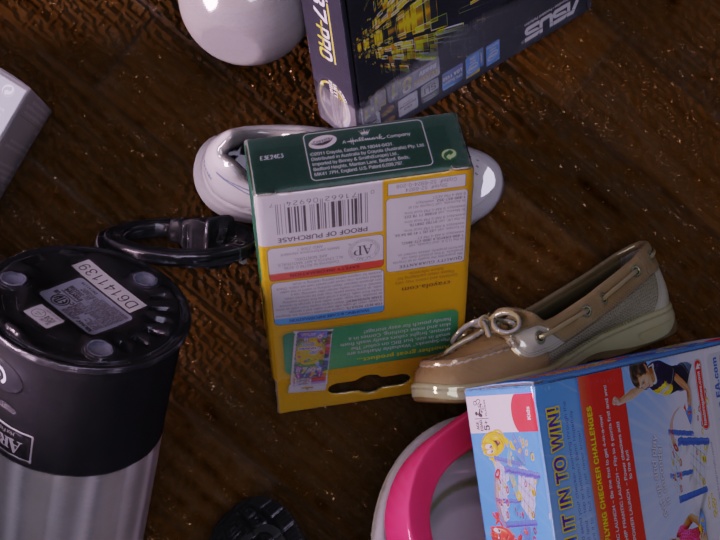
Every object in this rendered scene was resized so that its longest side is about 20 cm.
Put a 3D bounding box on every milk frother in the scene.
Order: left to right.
[{"bbox_3d":[-0.149,0.072,0.879,0.199,0.181,0.189,-8,128,-33],"label":"milk frother"}]

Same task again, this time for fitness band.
[{"bbox_3d":[0.101,0.149,0.889,0.199,0.037,0.144,-28,81,-39],"label":"fitness band"}]

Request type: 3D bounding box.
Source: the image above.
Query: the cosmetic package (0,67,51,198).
[{"bbox_3d":[-0.274,-0.039,0.876,0.090,0.107,0.201,32,85,-4],"label":"cosmetic package"}]

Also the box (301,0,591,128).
[{"bbox_3d":[0.054,-0.189,0.863,0.199,0.162,0.049,-32,50,-24],"label":"box"}]

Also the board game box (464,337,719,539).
[{"bbox_3d":[0.162,0.151,0.848,0.195,0.056,0.202,-7,88,-39],"label":"board game box"}]

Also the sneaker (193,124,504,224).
[{"bbox_3d":[-0.005,-0.055,0.910,0.198,0.087,0.075,1,85,-7],"label":"sneaker"}]

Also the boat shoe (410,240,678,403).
[{"bbox_3d":[0.113,0.034,0.904,0.199,0.073,0.064,-16,95,-27],"label":"boat shoe"}]

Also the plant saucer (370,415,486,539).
[{"bbox_3d":[0.085,0.192,0.909,0.199,0.050,0.202,14,60,-25],"label":"plant saucer"}]

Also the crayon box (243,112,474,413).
[{"bbox_3d":[0.000,0.000,0.887,0.125,0.201,0.052,-8,48,-6],"label":"crayon box"}]

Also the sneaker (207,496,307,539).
[{"bbox_3d":[-0.030,0.222,0.882,0.076,0.091,0.200,-38,49,-1],"label":"sneaker"}]

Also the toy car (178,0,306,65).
[{"bbox_3d":[-0.094,-0.232,0.861,0.149,0.200,0.176,8,65,16],"label":"toy car"}]
